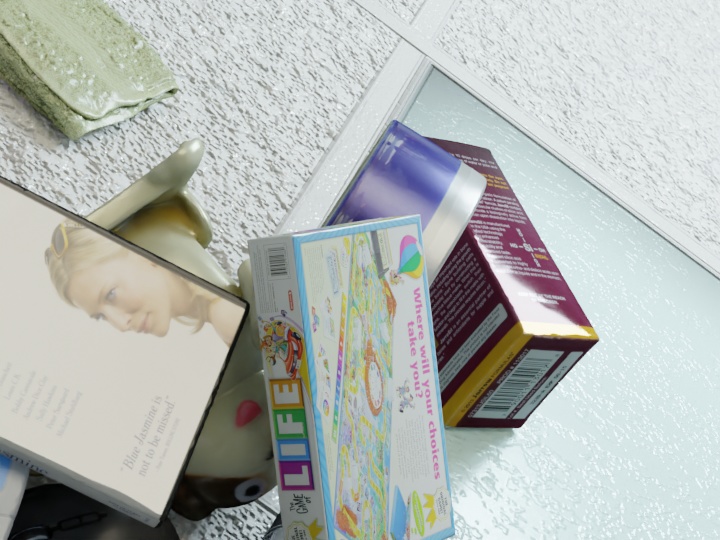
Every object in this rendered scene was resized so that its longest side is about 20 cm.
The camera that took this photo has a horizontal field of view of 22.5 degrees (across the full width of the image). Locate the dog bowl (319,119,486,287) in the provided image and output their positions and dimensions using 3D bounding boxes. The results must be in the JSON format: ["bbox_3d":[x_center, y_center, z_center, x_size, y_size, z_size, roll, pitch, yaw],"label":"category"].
[{"bbox_3d":[0.000,0.000,1.236,0.078,0.201,0.200,33,33,-2],"label":"dog bowl"}]

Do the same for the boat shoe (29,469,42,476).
[{"bbox_3d":[-0.249,0.074,1.021,0.198,0.072,0.069,7,50,-32],"label":"boat shoe"}]

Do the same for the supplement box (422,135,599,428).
[{"bbox_3d":[0.082,0.009,1.387,0.085,0.111,0.201,6,45,-40],"label":"supplement box"}]

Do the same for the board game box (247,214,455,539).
[{"bbox_3d":[-0.002,0.074,1.076,0.134,0.034,0.203,-10,95,-54],"label":"board game box"}]

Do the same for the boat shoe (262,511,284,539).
[{"bbox_3d":[0.028,0.211,1.136,0.199,0.072,0.068,30,35,0],"label":"boat shoe"}]

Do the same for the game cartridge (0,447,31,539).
[{"bbox_3d":[-0.238,0.071,0.966,0.132,0.040,0.202,13,62,-23],"label":"game cartridge"}]

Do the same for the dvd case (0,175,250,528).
[{"bbox_3d":[-0.170,0.034,0.982,0.198,0.018,0.144,27,60,-11],"label":"dvd case"}]

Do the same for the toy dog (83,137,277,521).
[{"bbox_3d":[-0.117,0.056,1.114,0.139,0.194,0.201,-37,91,-35],"label":"toy dog"}]

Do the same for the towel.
[{"bbox_3d":[-0.240,-0.187,1.375,0.200,0.037,0.148,44,32,5],"label":"towel"}]

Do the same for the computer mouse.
[{"bbox_3d":[-0.163,0.174,1.008,0.198,0.046,0.141,6,44,-40],"label":"computer mouse"}]
